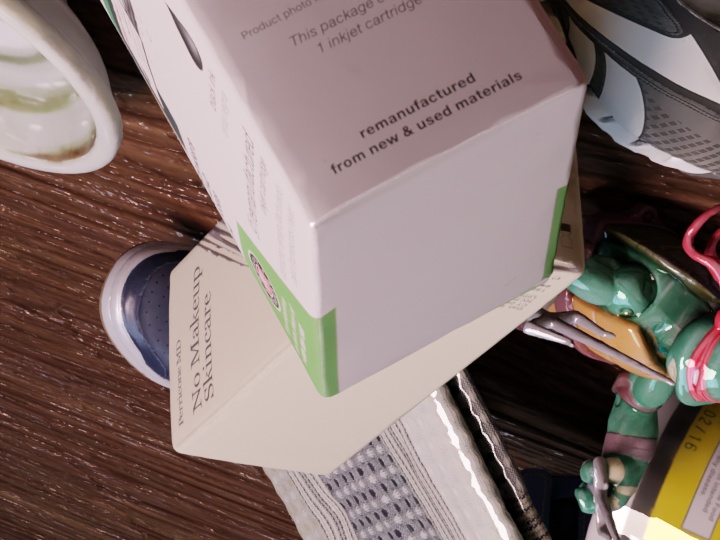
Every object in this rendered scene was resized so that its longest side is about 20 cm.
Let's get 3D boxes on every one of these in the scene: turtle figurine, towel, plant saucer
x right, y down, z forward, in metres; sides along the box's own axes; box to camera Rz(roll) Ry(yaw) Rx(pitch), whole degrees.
[{"bbox_3d":[0.085,0.022,1.018,0.200,0.101,0.150,33,153,50],"label":"turtle figurine"},{"bbox_3d":[0.029,0.136,1.188,0.200,0.035,0.193,62,149,-1],"label":"towel"},{"bbox_3d":[-0.177,-0.114,1.111,0.200,0.050,0.200,26,161,9],"label":"plant saucer"}]

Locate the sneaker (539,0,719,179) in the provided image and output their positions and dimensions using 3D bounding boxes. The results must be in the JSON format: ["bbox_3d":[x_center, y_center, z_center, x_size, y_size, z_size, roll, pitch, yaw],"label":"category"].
[{"bbox_3d":[0.091,-0.086,0.768,0.090,0.066,0.200,12,154,47],"label":"sneaker"}]

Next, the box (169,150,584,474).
[{"bbox_3d":[0.000,0.000,0.954,0.068,0.082,0.200,10,151,-24],"label":"box"}]

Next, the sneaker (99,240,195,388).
[{"bbox_3d":[-0.026,0.049,1.295,0.200,0.070,0.108,34,167,-38],"label":"sneaker"}]

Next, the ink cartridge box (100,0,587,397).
[{"bbox_3d":[-0.024,-0.086,0.751,0.200,0.084,0.146,59,170,18],"label":"ink cartridge box"}]

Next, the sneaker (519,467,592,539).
[{"bbox_3d":[0.107,0.123,1.253,0.200,0.074,0.082,2,159,-1],"label":"sneaker"}]

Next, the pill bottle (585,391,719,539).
[{"bbox_3d":[0.200,0.121,1.101,0.200,0.111,0.111,22,161,17],"label":"pill bottle"}]
